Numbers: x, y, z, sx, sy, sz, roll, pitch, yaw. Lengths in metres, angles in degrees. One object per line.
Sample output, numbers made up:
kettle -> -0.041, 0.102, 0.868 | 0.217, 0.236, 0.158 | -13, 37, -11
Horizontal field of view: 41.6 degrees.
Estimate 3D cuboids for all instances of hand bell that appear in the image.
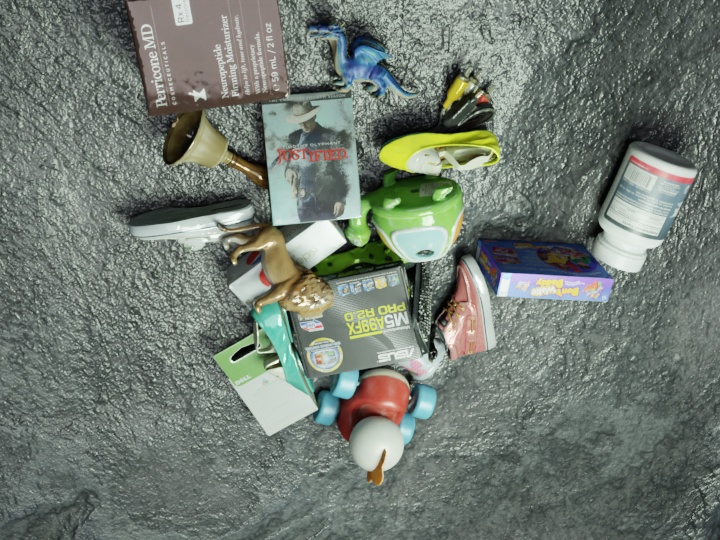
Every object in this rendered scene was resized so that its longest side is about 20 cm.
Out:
hand bell -> -0.195, -0.171, 1.476 | 0.200, 0.104, 0.104 | 25, 110, -36

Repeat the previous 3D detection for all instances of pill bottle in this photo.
pill bottle -> 0.473, -0.105, 1.607 | 0.119, 0.120, 0.200 | 12, 115, -17

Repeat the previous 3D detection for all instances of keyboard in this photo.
keyboard -> 0.110, 0.073, 1.583 | 0.021, 0.200, 0.127 | -11, 120, 13

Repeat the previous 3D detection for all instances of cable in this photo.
cable -> 0.137, -0.238, 1.530 | 0.200, 0.050, 0.097 | -40, 135, 24

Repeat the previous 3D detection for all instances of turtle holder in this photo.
turtle holder -> 0.077, -0.080, 1.526 | 0.185, 0.141, 0.132 | -19, 119, -16

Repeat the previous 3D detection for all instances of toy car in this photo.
toy car -> 0.021, 0.291, 1.656 | 0.184, 0.200, 0.177 | 17, 135, -14

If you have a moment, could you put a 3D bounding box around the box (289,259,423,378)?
box -> -0.009, 0.081, 1.554 | 0.199, 0.044, 0.161 | -11, 103, 10

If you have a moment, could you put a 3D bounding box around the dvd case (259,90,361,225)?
dvd case -> -0.077, -0.175, 1.481 | 0.146, 0.022, 0.201 | -5, 96, -8

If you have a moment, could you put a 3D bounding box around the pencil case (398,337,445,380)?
pencil case -> 0.056, 0.110, 1.656 | 0.200, 0.091, 0.083 | 38, 75, -27

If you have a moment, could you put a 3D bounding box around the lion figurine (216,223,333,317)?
lion figurine -> -0.132, -0.008, 1.486 | 0.122, 0.072, 0.200 | -28, 93, -8

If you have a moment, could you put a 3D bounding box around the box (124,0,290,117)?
box -> -0.211, -0.328, 1.331 | 0.199, 0.164, 0.166 | -10, 118, -6

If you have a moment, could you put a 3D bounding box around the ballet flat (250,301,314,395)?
ballet flat -> -0.136, 0.131, 1.580 | 0.070, 0.067, 0.200 | -19, 119, -2

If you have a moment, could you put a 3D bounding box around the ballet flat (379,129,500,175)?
ballet flat -> 0.131, -0.183, 1.499 | 0.199, 0.067, 0.067 | -9, 144, -17

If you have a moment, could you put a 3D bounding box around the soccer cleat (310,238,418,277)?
soccer cleat -> 0.000, 0.000, 1.606 | 0.199, 0.068, 0.081 | -10, 133, -3

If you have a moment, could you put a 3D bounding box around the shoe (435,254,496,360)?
shoe -> 0.176, 0.070, 1.665 | 0.091, 0.072, 0.200 | -20, 124, -7

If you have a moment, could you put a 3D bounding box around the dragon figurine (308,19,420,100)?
dragon figurine -> 0.013, -0.318, 1.440 | 0.199, 0.059, 0.100 | 11, 115, -15

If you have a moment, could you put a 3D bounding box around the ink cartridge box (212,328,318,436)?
ink cartridge box -> -0.167, 0.184, 1.664 | 0.104, 0.059, 0.200 | -28, 118, 3

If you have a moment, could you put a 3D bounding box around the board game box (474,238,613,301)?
board game box -> 0.310, -0.002, 1.619 | 0.199, 0.135, 0.045 | 3, 116, -12

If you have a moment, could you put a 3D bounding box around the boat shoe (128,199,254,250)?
boat shoe -> -0.264, -0.062, 1.509 | 0.199, 0.074, 0.067 | -8, 116, -8

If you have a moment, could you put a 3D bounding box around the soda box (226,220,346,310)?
soda box -> -0.124, -0.024, 1.559 | 0.200, 0.068, 0.064 | -36, 118, 8
